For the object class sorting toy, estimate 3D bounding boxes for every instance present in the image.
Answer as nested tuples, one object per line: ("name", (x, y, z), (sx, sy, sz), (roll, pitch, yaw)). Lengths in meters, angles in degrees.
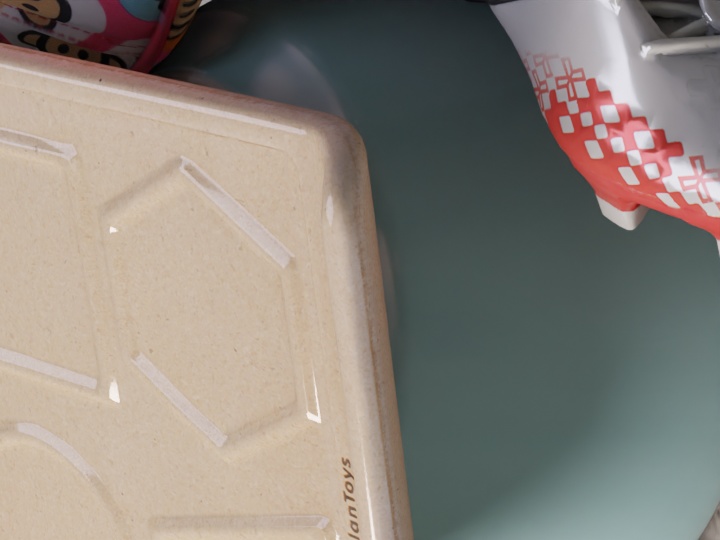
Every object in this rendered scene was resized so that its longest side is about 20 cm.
("sorting toy", (-0.048, 0.036, 0.722), (0.199, 0.036, 0.186), (18, 123, 46))

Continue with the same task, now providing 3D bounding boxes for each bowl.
("bowl", (0.000, 0.000, 0.774), (0.200, 0.104, 0.202), (16, 110, 53))

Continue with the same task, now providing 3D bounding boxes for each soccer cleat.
("soccer cleat", (0.058, -0.076, 0.664), (0.200, 0.068, 0.086), (-127, 23, -48))

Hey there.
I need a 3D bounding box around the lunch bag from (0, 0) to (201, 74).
("lunch bag", (-0.044, -0.153, 0.719), (0.200, 0.081, 0.177), (120, 173, -63))
